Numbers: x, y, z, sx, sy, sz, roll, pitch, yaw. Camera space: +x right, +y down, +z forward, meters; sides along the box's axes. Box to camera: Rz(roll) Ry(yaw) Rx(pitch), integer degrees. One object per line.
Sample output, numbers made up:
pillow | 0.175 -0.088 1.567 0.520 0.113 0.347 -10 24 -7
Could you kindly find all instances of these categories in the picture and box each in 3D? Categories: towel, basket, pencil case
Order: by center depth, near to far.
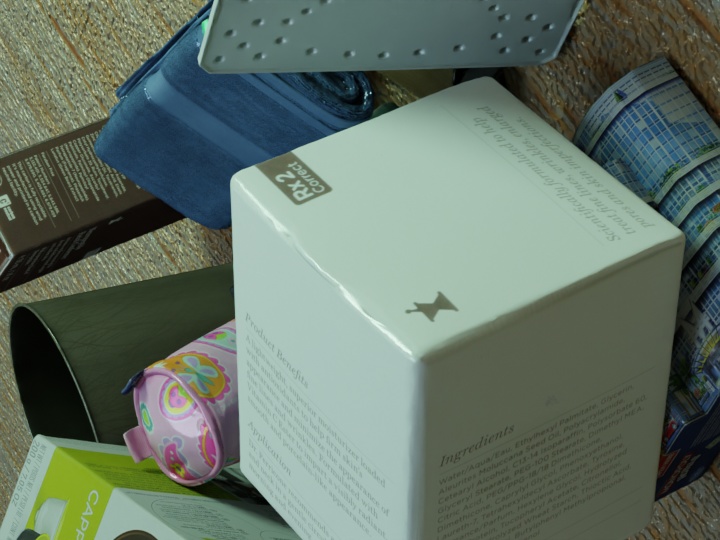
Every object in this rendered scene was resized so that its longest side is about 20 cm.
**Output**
towel | -0.073 -0.091 1.284 0.111 0.049 0.200 35 150 -14
pencil case | -0.060 0.066 1.439 0.087 0.200 0.088 22 126 34
basket | -0.122 0.075 1.559 0.136 0.199 0.181 11 118 60

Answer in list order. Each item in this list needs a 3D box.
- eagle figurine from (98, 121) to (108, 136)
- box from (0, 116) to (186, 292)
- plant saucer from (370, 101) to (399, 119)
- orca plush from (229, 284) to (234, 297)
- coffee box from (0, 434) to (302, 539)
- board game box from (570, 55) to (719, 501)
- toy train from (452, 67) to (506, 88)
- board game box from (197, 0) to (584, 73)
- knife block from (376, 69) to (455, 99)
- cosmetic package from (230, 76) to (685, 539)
eagle figurine | -0.068 -0.126 1.403 0.152 0.151 0.201 40 133 26
box | -0.184 -0.058 1.575 0.075 0.199 0.100 61 153 7
plant saucer | 0.000 0.000 1.325 0.027 0.201 0.201 18 134 13
orca plush | -0.044 -0.037 1.416 0.071 0.105 0.200 61 -172 2
coffee box | -0.110 0.240 1.416 0.197 0.199 0.201 27 99 46
board game box | 0.134 -0.007 1.175 0.200 0.061 0.200 55 151 23
toy train | 0.021 -0.034 1.236 0.034 0.200 0.046 27 160 25
board game box | 0.031 -0.170 1.105 0.200 0.199 0.026 114 148 -54
knife block | -0.015 -0.155 1.214 0.064 0.175 0.201 49 148 34
cosmetic package | 0.044 0.044 1.129 0.165 0.164 0.201 43 145 39
